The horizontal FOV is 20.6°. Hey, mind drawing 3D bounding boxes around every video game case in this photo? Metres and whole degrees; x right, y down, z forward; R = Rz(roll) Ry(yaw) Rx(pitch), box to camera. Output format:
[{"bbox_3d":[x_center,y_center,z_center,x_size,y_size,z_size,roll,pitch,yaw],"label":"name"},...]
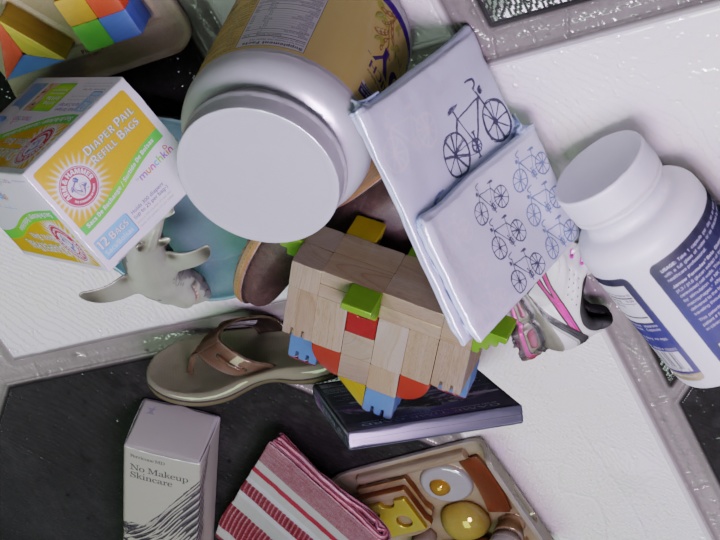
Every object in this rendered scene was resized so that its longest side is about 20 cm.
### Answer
[{"bbox_3d":[0.043,0.111,1.657,0.143,0.200,0.019,-8,100,-8],"label":"video game case"}]

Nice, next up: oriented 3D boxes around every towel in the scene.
[{"bbox_3d":[-0.058,0.250,1.904,0.144,0.023,0.200,41,142,7],"label":"towel"}]

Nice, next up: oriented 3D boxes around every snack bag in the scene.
[{"bbox_3d":[0.084,-0.071,1.487,0.021,0.189,0.200,-15,107,39],"label":"snack bag"}]

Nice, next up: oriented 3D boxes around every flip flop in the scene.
[{"bbox_3d":[-0.098,0.070,1.761,0.200,0.081,0.058,-8,136,19],"label":"flip flop"}]

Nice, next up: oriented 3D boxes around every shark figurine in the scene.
[{"bbox_3d":[-0.171,-0.048,1.642,0.128,0.090,0.215,-6,146,-21],"label":"shark figurine"}]

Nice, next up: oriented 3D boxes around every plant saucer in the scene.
[{"bbox_3d":[-0.152,-0.060,1.697,0.200,0.036,0.200,10,132,11],"label":"plant saucer"}]

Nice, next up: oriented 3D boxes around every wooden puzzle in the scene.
[{"bbox_3d":[-0.259,-0.229,1.575,0.185,0.046,0.200,-14,124,28],"label":"wooden puzzle"}]

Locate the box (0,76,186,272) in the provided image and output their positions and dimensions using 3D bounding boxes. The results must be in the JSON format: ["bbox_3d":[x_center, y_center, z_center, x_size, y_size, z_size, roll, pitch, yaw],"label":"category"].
[{"bbox_3d":[-0.225,-0.078,1.543,0.101,0.112,0.200,50,161,-22],"label":"box"}]

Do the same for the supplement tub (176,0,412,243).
[{"bbox_3d":[-0.050,-0.130,1.487,0.145,0.200,0.145,9,133,10],"label":"supplement tub"}]

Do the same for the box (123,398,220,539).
[{"bbox_3d":[-0.185,0.222,1.933,0.082,0.068,0.200,12,133,8],"label":"box"}]

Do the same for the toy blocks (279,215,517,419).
[{"bbox_3d":[0.018,0.052,1.552,0.200,0.100,0.137,20,133,11],"label":"toy blocks"}]

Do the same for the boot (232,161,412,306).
[{"bbox_3d":[0.000,0.000,1.600,0.166,0.072,0.200,45,119,11],"label":"boot"}]

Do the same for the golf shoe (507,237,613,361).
[{"bbox_3d":[0.145,-0.020,1.617,0.092,0.073,0.200,-17,126,8],"label":"golf shoe"}]

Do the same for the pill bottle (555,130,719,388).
[{"bbox_3d":[0.242,-0.012,1.557,0.111,0.111,0.200,-24,119,34],"label":"pill bottle"}]

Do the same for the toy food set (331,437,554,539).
[{"bbox_3d":[0.073,0.242,1.870,0.200,0.060,0.144,-17,123,30],"label":"toy food set"}]
